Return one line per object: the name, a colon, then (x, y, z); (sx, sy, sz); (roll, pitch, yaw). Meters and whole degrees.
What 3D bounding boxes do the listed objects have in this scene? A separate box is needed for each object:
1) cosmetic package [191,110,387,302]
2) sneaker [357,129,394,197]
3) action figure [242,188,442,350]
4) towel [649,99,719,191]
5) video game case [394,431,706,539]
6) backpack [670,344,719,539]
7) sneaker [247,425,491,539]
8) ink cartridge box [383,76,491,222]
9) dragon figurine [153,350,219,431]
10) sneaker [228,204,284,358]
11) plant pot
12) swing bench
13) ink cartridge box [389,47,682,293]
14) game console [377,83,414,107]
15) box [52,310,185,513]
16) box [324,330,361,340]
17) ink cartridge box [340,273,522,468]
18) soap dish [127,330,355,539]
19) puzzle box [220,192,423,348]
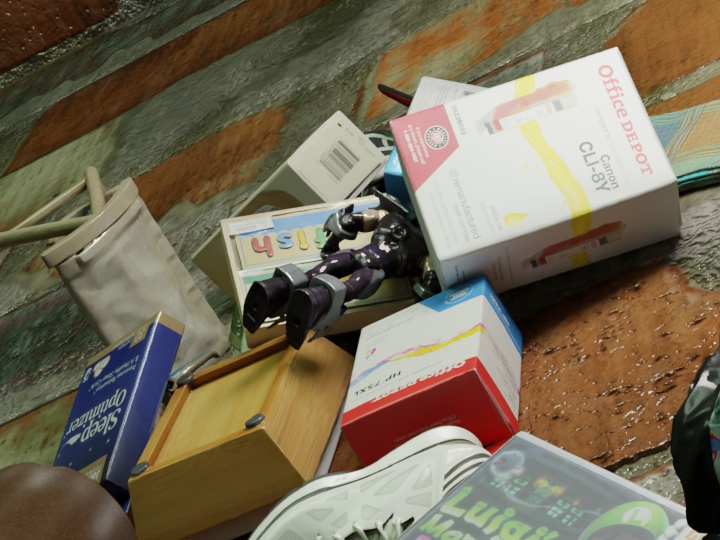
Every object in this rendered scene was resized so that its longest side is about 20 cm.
cosmetic package: (-0.071, -0.059, 2.012); (0.200, 0.071, 0.105); (-41, 5, 48)
sneaker: (0.022, -0.090, 2.044); (0.088, 0.074, 0.200); (-40, 20, -29)
action figure: (0.000, 0.000, 1.696); (0.200, 0.069, 0.130); (-25, 46, -38)
towel: (0.284, -0.109, 1.780); (0.200, 0.022, 0.147); (-14, 26, 41)
video game case: (0.100, 0.187, 1.258); (0.182, 0.023, 0.200); (-38, 32, -21)
backpack: (0.286, 0.078, 1.155); (0.200, 0.127, 0.167); (-11, 24, 38)
sneaker: (0.010, 0.178, 1.393); (0.200, 0.076, 0.115); (-31, 17, -7)
ink cartridge box: (0.133, -0.087, 1.761); (0.200, 0.068, 0.116); (12, 56, 15)
dragon figurine: (-0.199, 0.133, 1.814); (0.099, 0.059, 0.200); (-5, 44, 31)
sneaker: (-0.092, 0.034, 1.829); (0.089, 0.077, 0.200); (-34, 43, 46)
plant pot: (-0.255, 0.245, 1.479); (0.200, 0.201, 0.198); (-24, 12, 20)
swing bench: (-0.222, 0.022, 1.941); (0.130, 0.199, 0.200); (-37, 20, -17)
ink cartridge box: (0.141, -0.076, 1.659); (0.200, 0.083, 0.145); (-18, 59, -1)
game console: (0.138, -0.165, 1.991); (0.172, 0.119, 0.200); (-34, 20, -7)
box: (-0.211, 0.140, 1.708); (0.121, 0.032, 0.200); (-32, 36, 46)
box: (0.007, 0.002, 1.886); (0.200, 0.044, 0.160); (-10, 28, 46)
ink cartridge box: (0.055, 0.092, 1.552); (0.116, 0.067, 0.200); (-25, 20, 17)
soap dish: (-0.095, 0.133, 1.655); (0.157, 0.081, 0.200); (-24, 19, 21)
puzzle box: (-0.012, -0.005, 1.762); (0.200, 0.025, 0.133); (-10, 48, -8)
